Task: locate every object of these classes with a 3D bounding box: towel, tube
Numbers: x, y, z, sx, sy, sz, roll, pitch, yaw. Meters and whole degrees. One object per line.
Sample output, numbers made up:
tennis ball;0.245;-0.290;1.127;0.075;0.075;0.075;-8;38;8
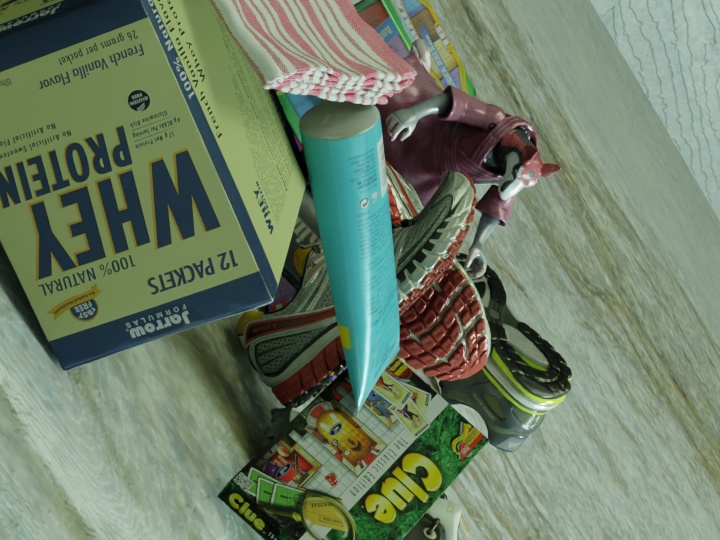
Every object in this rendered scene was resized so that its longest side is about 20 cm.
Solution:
towel;-0.045;-0.168;1.470;0.147;0.030;0.200;57;19;12
tube;0.000;-0.011;1.575;0.077;0.050;0.201;-49;140;-47

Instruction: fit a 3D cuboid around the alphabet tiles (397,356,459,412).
alphabet tiles;0.025;0.043;1.851;0.196;0.015;0.201;45;24;-46

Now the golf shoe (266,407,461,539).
golf shoe;0.015;0.157;1.641;0.200;0.094;0.078;53;19;-23

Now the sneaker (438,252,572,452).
sneaker;0.078;0.054;1.858;0.074;0.081;0.200;6;35;-36

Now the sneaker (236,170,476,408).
sneaker;0.000;0.000;1.678;0.082;0.200;0.078;47;-10;4

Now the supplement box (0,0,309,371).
supplement box;-0.135;-0.085;1.444;0.200;0.134;0.201;-79;148;-66

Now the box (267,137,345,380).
box;-0.027;0.000;1.854;0.137;0.039;0.201;46;23;-42

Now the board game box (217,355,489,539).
board game box;-0.001;0.126;1.586;0.105;0.023;0.200;43;38;3

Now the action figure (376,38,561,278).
action figure;0.079;-0.088;1.873;0.149;0.199;0.134;-38;122;-37

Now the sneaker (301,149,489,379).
sneaker;0.034;-0.014;1.786;0.201;0.078;0.082;59;20;2

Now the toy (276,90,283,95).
toy;-0.073;-0.172;1.874;0.200;0.047;0.116;-104;-161;-50

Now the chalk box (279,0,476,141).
chalk box;0.004;-0.156;2.050;0.124;0.124;0.200;61;15;-4

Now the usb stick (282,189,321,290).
usb stick;-0.050;-0.031;1.731;0.200;0.055;0.033;46;1;1
